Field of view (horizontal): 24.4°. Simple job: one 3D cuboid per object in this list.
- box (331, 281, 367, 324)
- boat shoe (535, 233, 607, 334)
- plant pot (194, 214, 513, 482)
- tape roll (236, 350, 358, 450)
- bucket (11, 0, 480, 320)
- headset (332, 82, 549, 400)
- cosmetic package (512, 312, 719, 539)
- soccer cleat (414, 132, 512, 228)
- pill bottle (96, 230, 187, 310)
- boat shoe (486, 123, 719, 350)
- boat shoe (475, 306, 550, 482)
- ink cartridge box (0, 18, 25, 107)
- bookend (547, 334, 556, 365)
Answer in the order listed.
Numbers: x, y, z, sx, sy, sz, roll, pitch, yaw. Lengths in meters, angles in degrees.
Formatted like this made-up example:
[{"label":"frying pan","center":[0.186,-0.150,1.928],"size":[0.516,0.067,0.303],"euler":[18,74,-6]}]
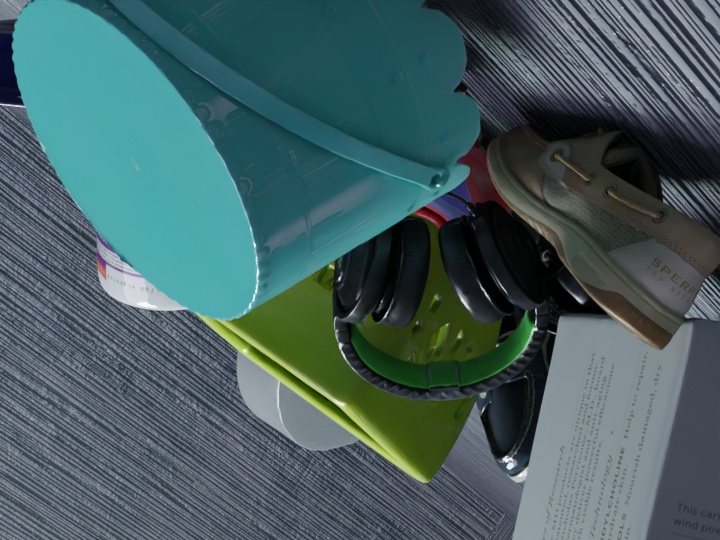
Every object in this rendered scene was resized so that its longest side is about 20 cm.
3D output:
[{"label":"box","center":[0.006,0.007,1.383],"size":[0.193,0.122,0.200],"euler":[40,172,-22]},{"label":"boat shoe","center":[0.132,0.008,1.013],"size":[0.074,0.066,0.199],"euler":[37,173,-4]},{"label":"plant pot","center":[0.000,0.000,1.133],"size":[0.200,0.182,0.199],"euler":[33,172,27]},{"label":"tape roll","center":[-0.026,0.076,1.660],"size":[0.066,0.200,0.200],"euler":[28,169,41]},{"label":"bucket","center":[-0.060,-0.085,0.800],"size":[0.207,0.135,0.207],"euler":[36,148,27]},{"label":"headset","center":[0.043,-0.013,0.946],"size":[0.094,0.123,0.200],"euler":[-93,-1,-47]},{"label":"cosmetic package","center":[0.192,0.119,0.864],"size":[0.167,0.166,0.200],"euler":[13,177,-10]},{"label":"soccer cleat","center":[0.005,-0.083,0.997],"size":[0.200,0.076,0.067],"euler":[36,173,2]},{"label":"pill bottle","center":[-0.151,-0.079,1.296],"size":[0.111,0.111,0.200],"euler":[31,129,39]},{"label":"boat shoe","center":[0.121,-0.034,0.825],"size":[0.072,0.065,0.200],"euler":[34,-167,-25]},{"label":"boat shoe","center":[0.107,0.070,1.226],"size":[0.062,0.075,0.200],"euler":[35,-144,-22]},{"label":"ink cartridge box","center":[-0.161,-0.129,1.034],"size":[0.196,0.043,0.200],"euler":[6,-169,9]},{"label":"bookend","center":[0.223,0.131,1.266],"size":[0.199,0.092,0.200],"euler":[38,174,-13]}]
